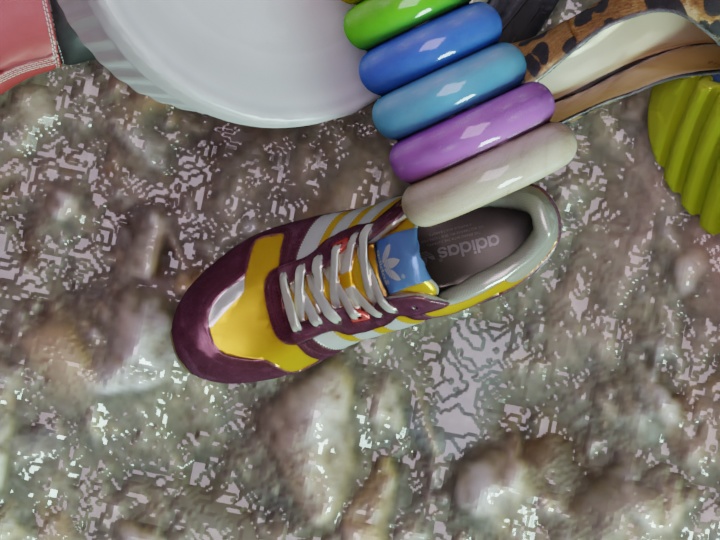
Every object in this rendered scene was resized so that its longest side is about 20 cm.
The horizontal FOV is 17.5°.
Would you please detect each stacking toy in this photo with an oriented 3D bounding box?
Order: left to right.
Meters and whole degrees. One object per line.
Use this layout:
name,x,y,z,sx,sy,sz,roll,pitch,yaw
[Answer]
stacking toy,0.022,-0.125,1.059,0.085,0.085,0.200,-24,93,-1

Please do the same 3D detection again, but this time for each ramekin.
ramekin,-0.060,-0.165,1.109,0.202,0.094,0.202,1,87,-27

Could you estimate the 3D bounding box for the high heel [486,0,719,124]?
high heel,0.121,-0.083,1.100,0.200,0.071,0.143,16,67,41

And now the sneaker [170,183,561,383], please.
sneaker,0.000,0.000,1.133,0.200,0.090,0.075,-22,88,-1

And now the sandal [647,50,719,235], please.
sandal,0.230,-0.040,1.153,0.200,0.079,0.087,40,51,8

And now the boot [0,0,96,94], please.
boot,-0.203,-0.181,1.156,0.144,0.072,0.200,-24,87,-9
